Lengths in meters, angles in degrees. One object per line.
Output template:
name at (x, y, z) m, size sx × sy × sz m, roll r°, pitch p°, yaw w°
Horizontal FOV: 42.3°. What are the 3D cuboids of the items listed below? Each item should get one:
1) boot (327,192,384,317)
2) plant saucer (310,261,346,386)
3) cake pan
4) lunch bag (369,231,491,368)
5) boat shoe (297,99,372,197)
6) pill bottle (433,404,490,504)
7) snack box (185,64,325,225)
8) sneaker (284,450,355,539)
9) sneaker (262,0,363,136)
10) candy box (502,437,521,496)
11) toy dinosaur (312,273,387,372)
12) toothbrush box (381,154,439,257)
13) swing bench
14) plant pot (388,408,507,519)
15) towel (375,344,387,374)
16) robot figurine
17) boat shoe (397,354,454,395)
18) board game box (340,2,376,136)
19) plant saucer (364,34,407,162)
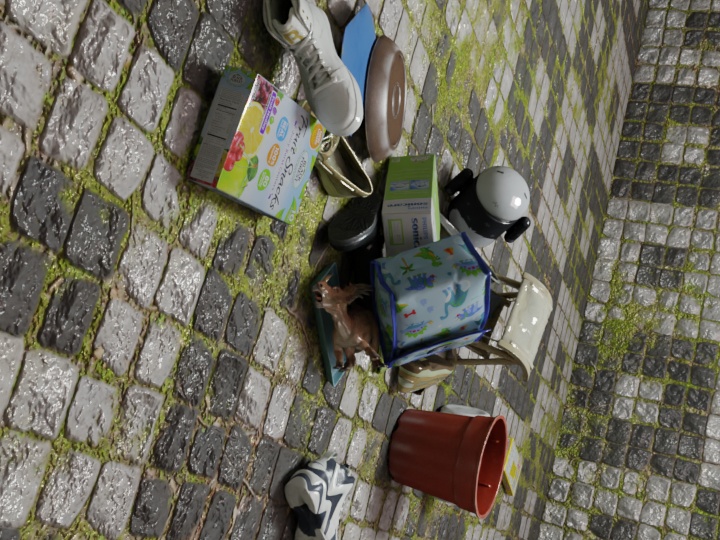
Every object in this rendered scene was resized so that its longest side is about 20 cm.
boot at (0.001, 0.000, 1.498) m, size 0.165 × 0.065 × 0.202 m, roll -50°, pitch 145°, yaw -53°
plant saucer at (-0.047, 0.086, 1.476) m, size 0.070 × 0.019 × 0.202 m, roll -53°, pitch 143°, yaw -47°
cake pan at (0.187, -0.040, 1.781) m, size 0.037 × 0.201 × 0.200 m, roll -43°, pitch 157°, yaw 10°
lunch bag at (0.111, 0.065, 1.467) m, size 0.202 × 0.168 × 0.128 m, roll 87°, pitch -16°, yaw -46°
boat shoe at (-0.040, -0.172, 1.342) m, size 0.074 × 0.062 × 0.201 m, roll -67°, pitch 151°, yaw -26°
pill bottle at (0.219, 0.407, 2.065) m, size 0.116 × 0.115 × 0.203 m, roll 6°, pitch 93°, yaw -66°
snack box at (-0.123, -0.150, 1.161) m, size 0.200 × 0.052 × 0.144 m, roll 25°, pitch 85°, yaw -66°
sneaker at (-0.050, 0.377, 1.494) m, size 0.129 × 0.079 × 0.201 m, roll -42°, pitch 126°, yaw -43°
sneaker at (-0.068, -0.268, 1.176) m, size 0.115 × 0.073 × 0.202 m, roll 20°, pitch 44°, yaw -62°
candy box at (0.437, 0.574, 2.717) m, size 0.201 × 0.026 × 0.103 m, roll 66°, pitch 38°, yaw -52°
toy dinosaur at (-0.007, 0.083, 1.452) m, size 0.200 × 0.085 × 0.138 m, roll 46°, pitch 36°, yaw -73°
toothbrush box at (0.088, -0.085, 1.566) m, size 0.201 × 0.085 × 0.147 m, roll -83°, pitch 168°, yaw -56°
swing bench at (0.300, 0.110, 2.037) m, size 0.131 × 0.197 × 0.200 m, roll 70°, pitch 37°, yaw -47°
plant pot at (0.169, 0.367, 1.840) m, size 0.200 × 0.193 × 0.204 m, roll 9°, pitch 90°, yaw -66°
towel at (0.075, 0.097, 1.746) m, size 0.200 × 0.022 × 0.146 m, roll -34°, pitch 128°, yaw -58°
robot figurine at (0.255, -0.127, 1.886) m, size 0.148 × 0.200 × 0.126 m, roll 4°, pitch 60°, yaw -30°
boat shoe at (0.121, 0.210, 1.851) m, size 0.199 × 0.071 × 0.077 m, roll 7°, pitch 107°, yaw -59°
board game box at (-0.019, -0.300, 1.376) m, size 0.201 × 0.038 × 0.160 m, roll -64°, pitch 155°, yaw -55°
plant saucer at (0.045, -0.274, 1.497) m, size 0.200 × 0.032 × 0.203 m, roll 6°, pitch 90°, yaw -78°
